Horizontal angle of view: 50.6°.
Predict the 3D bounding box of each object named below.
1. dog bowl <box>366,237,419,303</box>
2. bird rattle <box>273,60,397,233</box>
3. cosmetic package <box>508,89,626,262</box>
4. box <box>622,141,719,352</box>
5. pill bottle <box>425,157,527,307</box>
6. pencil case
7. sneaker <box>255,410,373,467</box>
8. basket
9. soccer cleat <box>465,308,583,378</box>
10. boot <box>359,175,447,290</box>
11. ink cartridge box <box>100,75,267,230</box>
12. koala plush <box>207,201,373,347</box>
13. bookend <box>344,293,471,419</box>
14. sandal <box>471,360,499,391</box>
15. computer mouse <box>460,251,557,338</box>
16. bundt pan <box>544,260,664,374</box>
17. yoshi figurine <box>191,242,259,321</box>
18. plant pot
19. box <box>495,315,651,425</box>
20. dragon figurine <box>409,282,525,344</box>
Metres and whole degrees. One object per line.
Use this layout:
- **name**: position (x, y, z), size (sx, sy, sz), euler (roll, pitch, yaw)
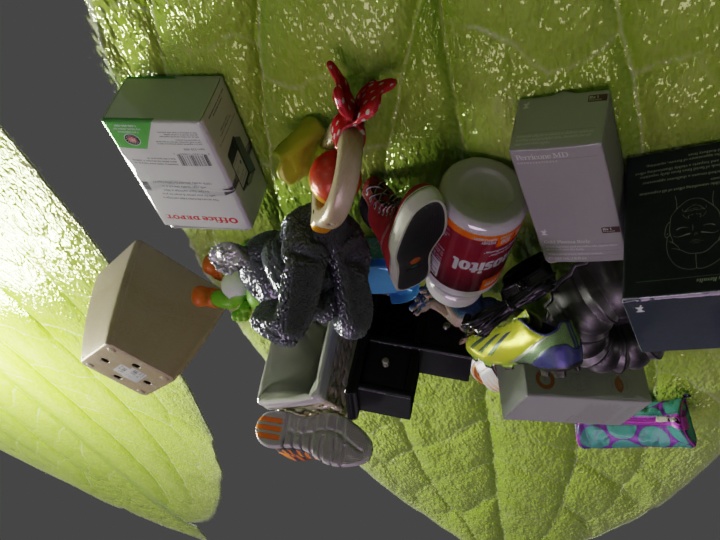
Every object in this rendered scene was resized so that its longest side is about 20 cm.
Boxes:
- **dog bowl**: position (0.000, 0.000, 1.159), size (0.196, 0.050, 0.112), euler (-4, 141, 26)
- **bird rattle**: position (-0.020, -0.133, 0.894), size (0.111, 0.167, 0.199), euler (10, 161, -26)
- **cosmetic package**: position (0.247, -0.103, 0.878), size (0.105, 0.092, 0.201), euler (-2, 145, 30)
- **box**: position (0.371, -0.027, 0.830), size (0.146, 0.203, 0.107), euler (-6, 141, 30)
- **pill bottle**: position (0.141, -0.040, 0.986), size (0.110, 0.115, 0.202), euler (13, 147, 3)
- **pencil case**: position (0.467, 0.262, 1.307), size (0.197, 0.087, 0.092), euler (-10, 155, 32)
- **sneaker**: position (-0.066, 0.275, 1.238), size (0.196, 0.079, 0.112), euler (11, 161, 17)
- **basket**: position (-0.068, 0.147, 1.266), size (0.133, 0.204, 0.123), euler (-12, 143, 35)
- **soccer cleat**: position (0.217, 0.091, 1.027), size (0.064, 0.086, 0.199), euler (-15, -171, -33)
- **boot**: position (0.042, -0.080, 0.947), size (0.071, 0.146, 0.201), euler (-20, 157, -14)
- **ink cartridge box**: position (-0.224, -0.150, 1.005), size (0.143, 0.085, 0.202), euler (4, 145, 17)
- **koala plush**: position (-0.099, -0.006, 1.048), size (0.175, 0.189, 0.198), euler (0, -174, -42)
- **bookend**: position (0.091, 0.139, 1.184), size (0.194, 0.203, 0.093), euler (10, 147, 10)
- **sandal**: position (0.249, 0.164, 1.280), size (0.078, 0.060, 0.207), euler (25, 145, -13)
- **computer mouse**: position (0.198, 0.039, 0.995), size (0.139, 0.200, 0.047), euler (-33, 93, 14)
- **bundt pan**: position (0.352, 0.063, 1.016), size (0.197, 0.077, 0.205), euler (-5, 131, -5)
- **yoshi figurine**: position (-0.180, 0.025, 1.199), size (0.196, 0.112, 0.115), euler (9, 122, 29)
- **plant pot**: position (-0.381, 0.101, 1.345), size (0.199, 0.180, 0.198), euler (34, 142, -25)
- **box**: position (0.312, 0.152, 1.138), size (0.195, 0.127, 0.098), euler (6, 148, -12)
- **dragon figurine**: position (0.171, 0.046, 1.137), size (0.196, 0.101, 0.059), euler (-14, 155, -24)
